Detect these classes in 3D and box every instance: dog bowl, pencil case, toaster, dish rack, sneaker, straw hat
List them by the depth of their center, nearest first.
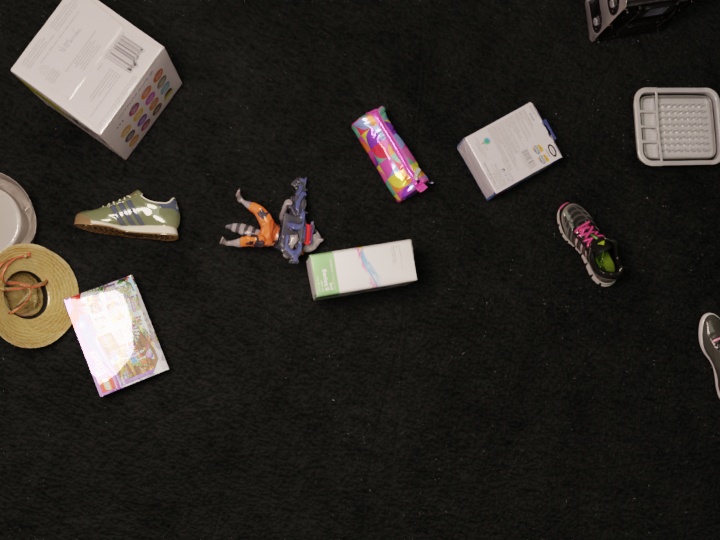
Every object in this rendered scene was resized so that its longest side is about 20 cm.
[{"bbox_3d":[-0.644,0.045,1.400,0.085,0.201,0.202,-1,83,35],"label":"straw hat"},{"bbox_3d":[-0.720,-0.089,1.421,0.199,0.059,0.201,1,85,-7],"label":"dog bowl"},{"bbox_3d":[-0.453,-0.115,1.455,0.199,0.067,0.090,6,77,-6],"label":"sneaker"},{"bbox_3d":[0.064,-0.237,1.513,0.088,0.088,0.200,-34,89,-8],"label":"pencil case"},{"bbox_3d":[0.487,-0.059,1.542,0.074,0.087,0.200,-30,89,-8],"label":"sneaker"},{"bbox_3d":[0.778,0.184,1.548,0.070,0.099,0.201,-14,85,-6],"label":"sneaker"},{"bbox_3d":[0.594,-0.578,1.554,0.199,0.181,0.119,-11,85,-7],"label":"toaster"},{"bbox_3d":[0.686,-0.309,1.610,0.199,0.044,0.173,-2,84,-7],"label":"dish rack"}]

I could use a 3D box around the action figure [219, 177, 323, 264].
[{"bbox_3d":[-0.166,-0.096,1.486,0.193,0.105,0.201,19,58,-12],"label":"action figure"}]

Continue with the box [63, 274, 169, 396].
[{"bbox_3d":[-0.471,0.125,1.429,0.136,0.039,0.201,-21,88,-19],"label":"box"}]

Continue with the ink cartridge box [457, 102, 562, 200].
[{"bbox_3d":[0.324,-0.255,1.547,0.199,0.076,0.137,-29,89,-7],"label":"ink cartridge box"}]

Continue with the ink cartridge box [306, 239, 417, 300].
[{"bbox_3d":[0.000,0.000,1.452,0.199,0.145,0.088,-11,87,-8],"label":"ink cartridge box"}]

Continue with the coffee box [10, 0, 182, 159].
[{"bbox_3d":[-0.489,-0.366,1.402,0.200,0.198,0.200,34,83,0],"label":"coffee box"}]
